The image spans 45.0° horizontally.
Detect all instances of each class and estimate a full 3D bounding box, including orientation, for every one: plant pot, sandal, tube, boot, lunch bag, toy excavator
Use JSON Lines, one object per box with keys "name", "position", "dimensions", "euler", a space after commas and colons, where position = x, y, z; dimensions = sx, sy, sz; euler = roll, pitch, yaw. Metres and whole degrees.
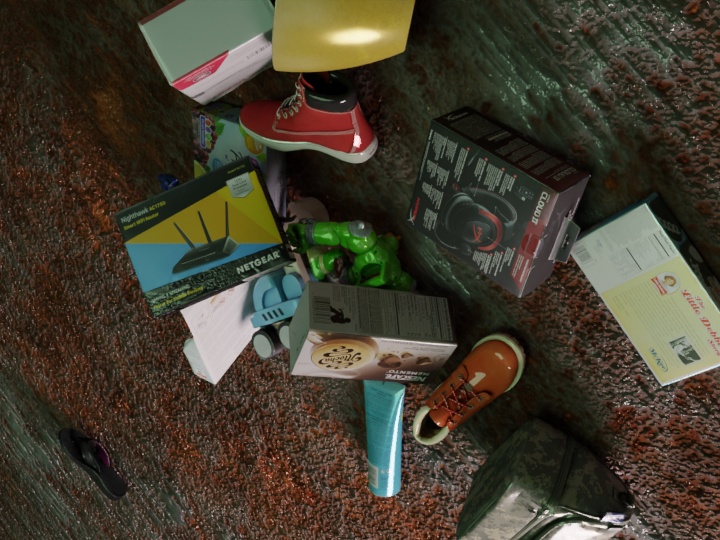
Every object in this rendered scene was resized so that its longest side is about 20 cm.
{"name": "plant pot", "position": [-0.008, -0.310, 0.970], "dimensions": [0.141, 0.200, 0.201], "euler": [11, 126, 0]}
{"name": "sandal", "position": [-0.583, 0.417, 1.921], "dimensions": [0.048, 0.075, 0.201], "euler": [-40, 95, 19]}
{"name": "tube", "position": [0.036, 0.254, 1.345], "dimensions": [0.077, 0.050, 0.201], "euler": [12, 117, 28]}
{"name": "boot", "position": [-0.083, -0.214, 1.103], "dimensions": [0.199, 0.073, 0.144], "euler": [14, 156, 25]}
{"name": "lunch bag", "position": [0.245, 0.316, 1.157], "dimensions": [0.167, 0.140, 0.200], "euler": [30, 132, 0]}
{"name": "toy excavator", "position": [-0.101, 0.012, 1.285], "dimensions": [0.194, 0.100, 0.201], "euler": [-21, 93, 42]}
{"name": "boot", "position": [0.143, 0.164, 1.164], "dimensions": [0.075, 0.107, 0.200], "euler": [45, 132, 10]}

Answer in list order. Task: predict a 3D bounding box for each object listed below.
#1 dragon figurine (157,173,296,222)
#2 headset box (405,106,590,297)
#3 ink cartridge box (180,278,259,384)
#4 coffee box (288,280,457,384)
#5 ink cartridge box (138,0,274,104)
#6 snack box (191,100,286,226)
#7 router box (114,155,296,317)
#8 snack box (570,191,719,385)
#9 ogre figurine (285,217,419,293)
{"name": "dragon figurine", "position": [-0.192, -0.084, 1.213], "dimensions": [0.199, 0.099, 0.059], "euler": [29, 130, 20]}
{"name": "headset box", "position": [0.162, -0.077, 1.013], "dimensions": [0.200, 0.075, 0.149], "euler": [35, 132, 27]}
{"name": "ink cartridge box", "position": [-0.209, 0.053, 1.297], "dimensions": [0.050, 0.162, 0.200], "euler": [21, 148, 25]}
{"name": "coffee box", "position": [0.014, 0.085, 1.148], "dimensions": [0.199, 0.080, 0.113], "euler": [7, 143, -16]}
{"name": "ink cartridge box", "position": [-0.167, -0.281, 1.056], "dimensions": [0.145, 0.200, 0.084], "euler": [-30, 94, 2]}
{"name": "snack box", "position": [-0.177, -0.134, 1.279], "dimensions": [0.142, 0.053, 0.201], "euler": [21, 126, 26]}
{"name": "router box", "position": [-0.204, -0.043, 1.147], "dimensions": [0.199, 0.051, 0.150], "euler": [-23, 86, 7]}
{"name": "snack box", "position": [0.335, 0.024, 0.976], "dimensions": [0.116, 0.037, 0.200], "euler": [-33, 92, 46]}
{"name": "ogre figurine", "position": [0.000, 0.000, 1.183], "dimensions": [0.120, 0.098, 0.201], "euler": [-16, 107, 37]}
